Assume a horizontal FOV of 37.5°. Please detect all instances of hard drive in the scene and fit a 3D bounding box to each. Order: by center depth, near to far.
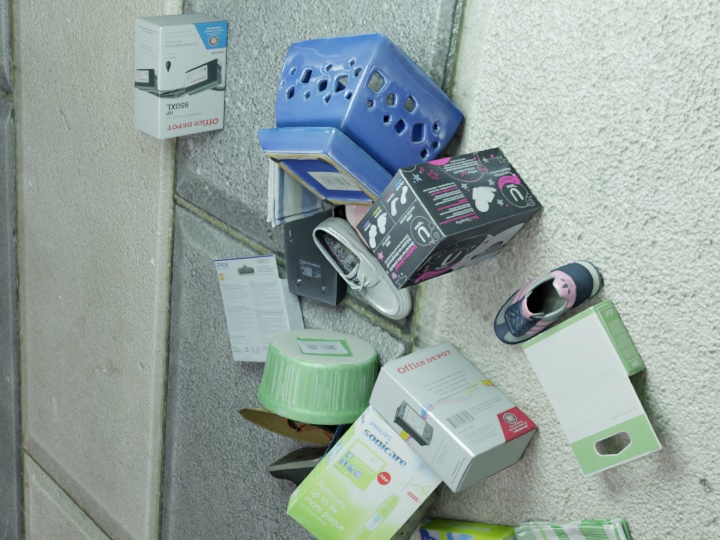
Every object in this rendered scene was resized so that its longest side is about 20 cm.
[{"bbox_3d":[-0.074,-0.050,1.779,0.135,0.042,0.200,14,113,44],"label":"hard drive"}]

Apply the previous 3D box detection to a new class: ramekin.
[{"bbox_3d":[-0.064,0.168,1.730,0.200,0.200,0.098,20,110,43],"label":"ramekin"}]

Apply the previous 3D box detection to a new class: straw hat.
[{"bbox_3d":[-0.107,0.242,1.871,0.201,0.201,0.085,-4,61,48],"label":"straw hat"}]

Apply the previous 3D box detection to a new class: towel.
[{"bbox_3d":[0.318,0.430,1.521,0.200,0.023,0.153,-21,88,49],"label":"towel"},{"bbox_3d":[-0.066,-0.155,1.615,0.024,0.200,0.147,21,118,36],"label":"towel"}]

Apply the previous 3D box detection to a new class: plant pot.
[{"bbox_3d":[-0.010,-0.200,1.491,0.200,0.200,0.180,8,66,47],"label":"plant pot"}]

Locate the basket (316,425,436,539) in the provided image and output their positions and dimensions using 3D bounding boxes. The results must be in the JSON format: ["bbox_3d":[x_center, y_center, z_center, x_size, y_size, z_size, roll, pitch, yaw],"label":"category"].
[{"bbox_3d":[0.005,0.366,1.730,0.200,0.139,0.176,33,94,24],"label":"basket"}]

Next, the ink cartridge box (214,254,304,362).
[{"bbox_3d":[-0.181,0.069,1.938,0.196,0.043,0.200,-3,98,50],"label":"ink cartridge box"}]

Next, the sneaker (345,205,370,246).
[{"bbox_3d":[0.036,-0.120,1.608,0.105,0.075,0.200,47,137,20],"label":"sneaker"}]

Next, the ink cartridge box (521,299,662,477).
[{"bbox_3d":[0.315,0.158,1.414,0.146,0.048,0.200,-37,76,47],"label":"ink cartridge box"}]

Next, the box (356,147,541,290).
[{"bbox_3d":[0.120,-0.071,1.436,0.115,0.200,0.132,57,137,19],"label":"box"}]

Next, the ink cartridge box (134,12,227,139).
[{"bbox_3d":[-0.317,-0.344,1.871,0.084,0.145,0.200,27,122,39],"label":"ink cartridge box"}]

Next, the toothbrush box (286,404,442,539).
[{"bbox_3d":[0.009,0.326,1.600,0.146,0.086,0.200,41,93,-3],"label":"toothbrush box"}]

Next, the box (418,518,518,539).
[{"bbox_3d":[0.172,0.461,1.674,0.200,0.048,0.122,-8,96,48],"label":"box"}]

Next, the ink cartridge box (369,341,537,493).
[{"bbox_3d":[0.134,0.211,1.556,0.200,0.148,0.086,43,131,32],"label":"ink cartridge box"}]

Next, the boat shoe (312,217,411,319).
[{"bbox_3d":[0.000,0.000,1.671,0.072,0.069,0.200,-38,86,31],"label":"boat shoe"}]

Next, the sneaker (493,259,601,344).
[{"bbox_3d":[0.232,0.049,1.442,0.200,0.082,0.070,-45,70,46],"label":"sneaker"}]

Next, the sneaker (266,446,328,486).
[{"bbox_3d":[-0.095,0.384,1.924,0.200,0.075,0.106,-18,97,54],"label":"sneaker"}]
